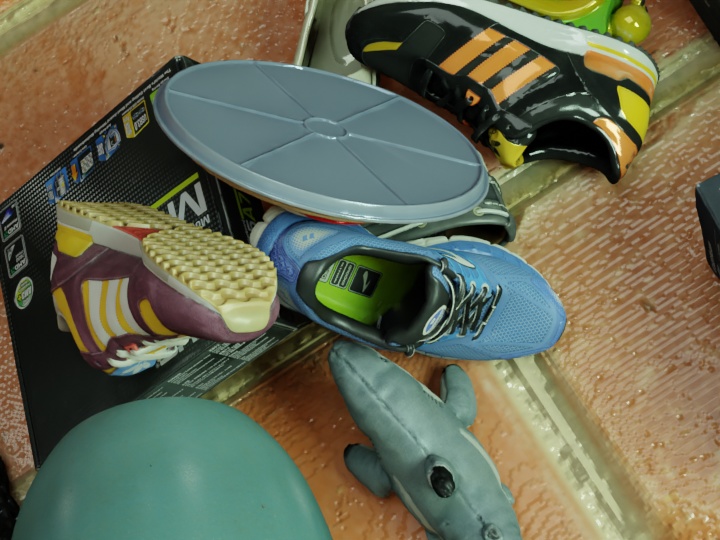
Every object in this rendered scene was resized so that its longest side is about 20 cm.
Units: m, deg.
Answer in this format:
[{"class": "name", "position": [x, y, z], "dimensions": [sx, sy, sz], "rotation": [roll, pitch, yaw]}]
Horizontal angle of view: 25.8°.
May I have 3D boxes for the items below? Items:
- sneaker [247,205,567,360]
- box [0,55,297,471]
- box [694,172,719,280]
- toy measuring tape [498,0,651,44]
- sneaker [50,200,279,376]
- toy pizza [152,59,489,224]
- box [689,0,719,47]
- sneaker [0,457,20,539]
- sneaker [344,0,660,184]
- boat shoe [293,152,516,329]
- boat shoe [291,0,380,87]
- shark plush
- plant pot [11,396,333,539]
[{"class": "sneaker", "position": [0.035, 0.021, 0.888], "dimensions": [0.089, 0.199, 0.079], "rotation": [44, 119, 59]}, {"class": "box", "position": [-0.143, -0.001, 0.981], "dimensions": [0.199, 0.047, 0.194], "rotation": [-34, 56, 29]}, {"class": "box", "position": [0.311, 0.003, 0.849], "dimensions": [0.199, 0.104, 0.183], "rotation": [-26, 60, 4]}, {"class": "toy measuring tape", "position": [0.104, -0.198, 1.023], "dimensions": [0.199, 0.074, 0.074], "rotation": [28, 77, 25]}, {"class": "sneaker", "position": [-0.110, 0.022, 0.871], "dimensions": [0.200, 0.074, 0.091], "rotation": [26, 112, 53]}, {"class": "toy pizza", "position": [-0.023, -0.069, 0.907], "dimensions": [0.199, 0.200, 0.032], "rotation": [30, 119, 26]}, {"class": "box", "position": [0.244, -0.218, 0.872], "dimensions": [0.117, 0.197, 0.200], "rotation": [-43, 23, -5]}, {"class": "sneaker", "position": [-0.234, 0.177, 0.963], "dimensions": [0.079, 0.075, 0.200], "rotation": [-46, 53, 4]}, {"class": "sneaker", "position": [0.081, -0.110, 0.967], "dimensions": [0.198, 0.070, 0.091], "rotation": [13, 66, 4]}, {"class": "boat shoe", "position": [0.000, 0.000, 0.962], "dimensions": [0.199, 0.072, 0.068], "rotation": [-29, 62, 2]}, {"class": "boat shoe", "position": [-0.018, -0.116, 1.026], "dimensions": [0.071, 0.063, 0.202], "rotation": [5, 70, 17]}, {"class": "shark plush", "position": [0.043, 0.128, 0.885], "dimensions": [0.090, 0.083, 0.201], "rotation": [-27, 62, 3]}, {"class": "plant pot", "position": [-0.103, 0.169, 0.856], "dimensions": [0.199, 0.201, 0.162], "rotation": [-19, 52, 8]}]
